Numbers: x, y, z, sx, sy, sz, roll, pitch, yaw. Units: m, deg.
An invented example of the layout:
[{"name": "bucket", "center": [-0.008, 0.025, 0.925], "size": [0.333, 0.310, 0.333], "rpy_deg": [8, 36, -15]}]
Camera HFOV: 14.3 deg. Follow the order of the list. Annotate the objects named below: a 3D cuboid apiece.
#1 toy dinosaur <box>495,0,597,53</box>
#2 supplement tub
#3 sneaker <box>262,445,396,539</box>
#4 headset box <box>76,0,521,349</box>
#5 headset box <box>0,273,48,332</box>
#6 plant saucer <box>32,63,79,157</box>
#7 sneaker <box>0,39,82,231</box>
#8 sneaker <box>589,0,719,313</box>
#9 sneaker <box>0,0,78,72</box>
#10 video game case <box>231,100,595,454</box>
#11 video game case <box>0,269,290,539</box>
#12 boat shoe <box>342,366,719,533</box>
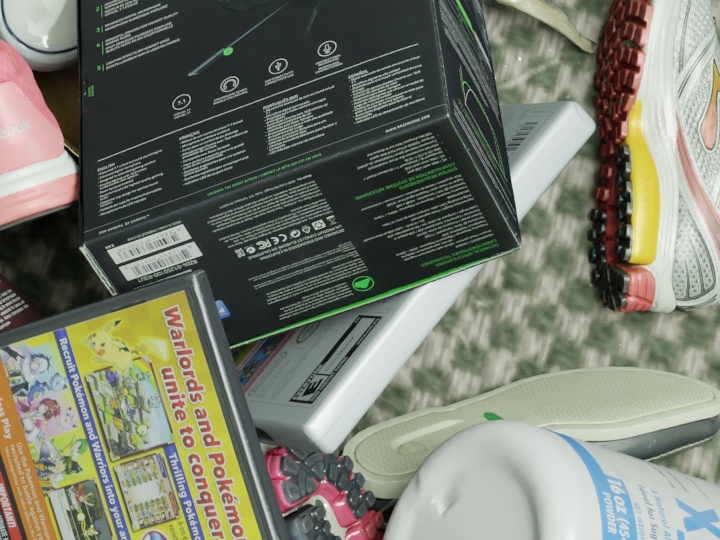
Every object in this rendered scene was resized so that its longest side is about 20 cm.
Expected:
[{"name": "toy dinosaur", "center": [0.036, -0.147, 1.418], "size": [0.200, 0.047, 0.088], "rpy_deg": [36, 47, -16]}, {"name": "supplement tub", "center": [0.118, 0.151, 1.298], "size": [0.200, 0.132, 0.132], "rpy_deg": [18, 70, -36]}, {"name": "sneaker", "center": [-0.006, 0.163, 1.329], "size": [0.200, 0.075, 0.081], "rpy_deg": [58, 32, -19]}, {"name": "headset box", "center": [-0.033, -0.081, 1.290], "size": [0.174, 0.093, 0.200], "rpy_deg": [-19, 45, 12]}, {"name": "headset box", "center": [-0.211, 0.066, 1.298], "size": [0.200, 0.077, 0.149], "rpy_deg": [42, 105, 1]}, {"name": "plant saucer", "center": [-0.082, -0.127, 1.428], "size": [0.200, 0.035, 0.201], "rpy_deg": [2, 75, -9]}, {"name": "sneaker", "center": [-0.172, -0.077, 1.313], "size": [0.074, 0.200, 0.087], "rpy_deg": [-19, 106, -14]}, {"name": "sneaker", "center": [0.163, -0.076, 1.444], "size": [0.082, 0.078, 0.201], "rpy_deg": [5, 83, -13]}, {"name": "sneaker", "center": [-0.108, -0.184, 1.382], "size": [0.073, 0.071, 0.200], "rpy_deg": [35, 72, 0]}, {"name": "video game case", "center": [0.000, 0.000, 1.337], "size": [0.022, 0.182, 0.200], "rpy_deg": [47, 71, -21]}, {"name": "video game case", "center": [-0.122, 0.121, 1.233], "size": [0.180, 0.026, 0.201], "rpy_deg": [-17, 91, 10]}, {"name": "boat shoe", "center": [0.085, 0.094, 1.392], "size": [0.199, 0.072, 0.068], "rpy_deg": [-15, 116, -20]}]
